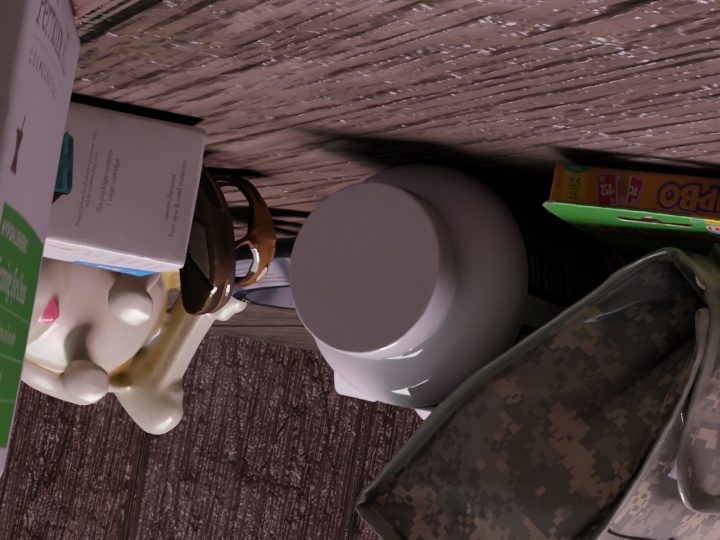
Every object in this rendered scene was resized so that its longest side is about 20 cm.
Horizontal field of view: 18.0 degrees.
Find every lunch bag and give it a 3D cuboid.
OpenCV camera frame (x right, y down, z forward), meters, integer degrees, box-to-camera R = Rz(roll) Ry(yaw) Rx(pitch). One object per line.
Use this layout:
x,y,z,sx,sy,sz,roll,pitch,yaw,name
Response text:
0.128,0.078,1.024,0.118,0.200,0.164,51,-159,27,lunch bag

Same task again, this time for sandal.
-0.073,-0.015,1.228,0.054,0.082,0.200,-7,175,-5,sandal

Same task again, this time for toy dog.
-0.200,0.003,1.512,0.194,0.140,0.200,49,-160,30,toy dog

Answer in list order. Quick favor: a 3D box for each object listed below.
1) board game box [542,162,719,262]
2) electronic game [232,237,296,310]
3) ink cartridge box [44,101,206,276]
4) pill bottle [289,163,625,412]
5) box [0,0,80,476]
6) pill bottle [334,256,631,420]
0.151,-0.019,1.015,0.095,0.030,0.200,7,178,20,board game box
0.000,0.000,1.454,0.199,0.042,0.200,1,173,0,electronic game
-0.182,-0.049,1.058,0.199,0.068,0.116,11,175,-14,ink cartridge box
0.048,0.013,1.080,0.112,0.113,0.200,7,174,30,pill bottle
-0.201,-0.027,0.715,0.199,0.173,0.199,9,176,-3,box
0.092,0.038,1.274,0.199,0.117,0.116,9,176,8,pill bottle
